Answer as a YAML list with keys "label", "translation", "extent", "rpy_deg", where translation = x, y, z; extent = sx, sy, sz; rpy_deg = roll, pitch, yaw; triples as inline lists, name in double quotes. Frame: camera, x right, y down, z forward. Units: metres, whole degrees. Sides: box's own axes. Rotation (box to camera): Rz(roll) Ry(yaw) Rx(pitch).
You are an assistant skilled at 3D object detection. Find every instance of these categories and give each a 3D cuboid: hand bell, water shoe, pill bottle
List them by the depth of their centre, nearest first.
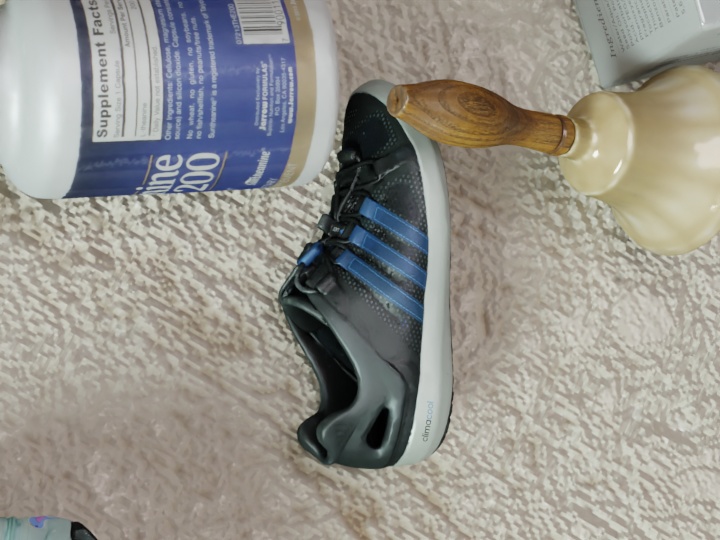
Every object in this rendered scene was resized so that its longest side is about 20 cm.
- label: "pill bottle"
  translation: [-0.120, -0.092, 1.171]
  extent: [0.200, 0.111, 0.111]
  rpy_deg: [-4, 81, -20]
- label: "water shoe"
  translation: [0.000, 0.000, 1.208]
  extent: [0.079, 0.071, 0.200]
  rpy_deg: [-2, 81, -25]
- label: "hand bell"
  translation: [0.096, -0.072, 1.217]
  extent: [0.200, 0.104, 0.104]
  rpy_deg: [9, 76, -39]

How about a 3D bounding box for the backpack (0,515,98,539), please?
- label: "backpack"
  translation: [-0.167, 0.208, 1.078]
  extent: [0.126, 0.167, 0.200]
  rpy_deg: [1, 73, -15]

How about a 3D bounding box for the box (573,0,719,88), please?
- label: "box"
  translation: [0.213, -0.227, 1.307]
  extent: [0.199, 0.131, 0.200]
  rpy_deg: [-16, 85, -22]

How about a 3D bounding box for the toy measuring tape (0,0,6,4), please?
- label: "toy measuring tape"
  translation: [-0.240, -0.194, 1.146]
  extent: [0.074, 0.074, 0.200]
  rpy_deg: [-22, 59, -22]
